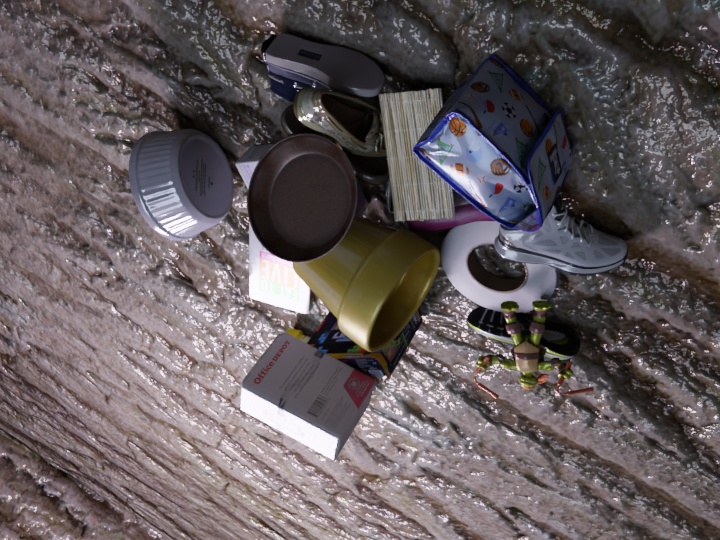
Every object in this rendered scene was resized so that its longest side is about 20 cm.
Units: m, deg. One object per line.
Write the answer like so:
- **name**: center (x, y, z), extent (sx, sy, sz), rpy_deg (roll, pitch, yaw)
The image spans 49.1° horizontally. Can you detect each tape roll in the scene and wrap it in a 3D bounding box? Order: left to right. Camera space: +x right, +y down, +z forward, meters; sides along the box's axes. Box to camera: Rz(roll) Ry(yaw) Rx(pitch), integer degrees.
- **tape roll**: center (0.232, -0.014, 1.313), extent (0.202, 0.037, 0.203), rpy_deg (18, 136, 18)

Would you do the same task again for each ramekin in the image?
- **ramekin**: center (-0.309, -0.159, 1.409), extent (0.094, 0.203, 0.203), rpy_deg (-11, 123, 26)

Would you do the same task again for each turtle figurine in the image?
- **turtle figurine**: center (0.286, 0.132, 1.305), extent (0.199, 0.064, 0.162), rpy_deg (3, 104, 26)

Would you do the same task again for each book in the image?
- **book**: center (-0.152, -0.010, 1.561), extent (0.133, 0.048, 0.201), rpy_deg (18, 135, 12)

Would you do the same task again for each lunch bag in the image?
- **lunch bag**: center (0.201, -0.169, 1.085), extent (0.200, 0.170, 0.124), rpy_deg (43, 139, -8)

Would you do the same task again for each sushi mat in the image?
- **sushi mat**: center (0.085, -0.169, 1.178), extent (0.095, 0.012, 0.201), rpy_deg (-4, 109, 13)

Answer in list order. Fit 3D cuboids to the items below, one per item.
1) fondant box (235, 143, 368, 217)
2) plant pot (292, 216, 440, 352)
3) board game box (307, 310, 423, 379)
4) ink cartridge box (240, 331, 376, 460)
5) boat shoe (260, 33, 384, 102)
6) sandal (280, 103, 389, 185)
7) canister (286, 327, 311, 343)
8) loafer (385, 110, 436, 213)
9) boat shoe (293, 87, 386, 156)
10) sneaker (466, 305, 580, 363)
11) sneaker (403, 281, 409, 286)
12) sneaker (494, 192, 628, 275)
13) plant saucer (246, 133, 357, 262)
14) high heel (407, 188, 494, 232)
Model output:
- **fondant box**: center (-0.102, -0.150, 1.380), extent (0.199, 0.058, 0.145), rpy_deg (1, 131, 33)
- **plant pot**: center (0.000, 0.000, 1.293), extent (0.189, 0.201, 0.201), rpy_deg (35, 141, 20)
- **board game box**: center (-0.002, 0.132, 1.503), extent (0.199, 0.166, 0.057), rpy_deg (-6, 125, 37)
- **ink cartridge box**: center (-0.095, 0.220, 1.410), extent (0.199, 0.147, 0.083), rpy_deg (26, 138, 13)
- **boat shoe**: center (-0.056, -0.293, 1.215), extent (0.199, 0.075, 0.093), rpy_deg (24, 152, 13)
- **sandal**: center (-0.031, -0.210, 1.260), extent (0.200, 0.081, 0.054), rpy_deg (32, 150, -7)
- **canister**: center (-0.078, 0.221, 1.700), extent (0.199, 0.087, 0.149), rpy_deg (21, 138, 12)
- **loafer**: center (0.086, -0.168, 1.232), extent (0.070, 0.070, 0.200), rpy_deg (27, 138, 10)
- **boat shoe**: center (-0.006, -0.219, 1.178), extent (0.199, 0.074, 0.063), rpy_deg (12, 176, -39)
- **sneaker**: center (0.280, 0.125, 1.390), extent (0.199, 0.074, 0.081), rpy_deg (21, 141, 16)
- **sneaker**: center (0.040, 0.022, 1.438), extent (0.200, 0.079, 0.075), rpy_deg (-17, 118, 42)
- **sneaker**: center (0.305, -0.060, 1.160), extent (0.199, 0.076, 0.116), rpy_deg (6, 138, 1)
- **plant saucer**: center (-0.086, -0.112, 1.235), extent (0.200, 0.037, 0.201), rpy_deg (-1, 87, 26)
- **high heel**: center (0.173, -0.090, 1.245), extent (0.199, 0.068, 0.096), rpy_deg (11, 139, 7)
